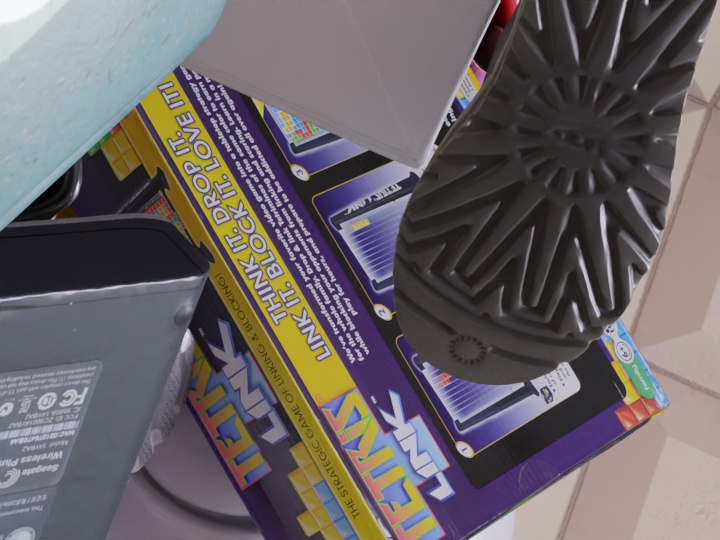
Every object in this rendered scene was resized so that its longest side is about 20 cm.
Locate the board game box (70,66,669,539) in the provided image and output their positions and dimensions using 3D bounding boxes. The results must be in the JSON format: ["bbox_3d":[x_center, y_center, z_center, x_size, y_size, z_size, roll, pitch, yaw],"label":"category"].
[{"bbox_3d":[0.000,0.000,0.815,0.165,0.201,0.057,-24,172,-46],"label":"board game box"}]

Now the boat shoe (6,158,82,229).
[{"bbox_3d":[-0.110,-0.024,0.618,0.202,0.063,0.074,115,-2,-45],"label":"boat shoe"}]

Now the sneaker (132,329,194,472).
[{"bbox_3d":[-0.141,0.067,0.711,0.200,0.082,0.075,-38,149,-42],"label":"sneaker"}]

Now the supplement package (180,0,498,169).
[{"bbox_3d":[0.006,-0.174,0.723,0.200,0.146,0.192,-65,179,-64],"label":"supplement package"}]

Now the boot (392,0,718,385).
[{"bbox_3d":[0.073,-0.082,0.691,0.200,0.072,0.183,-76,-169,-63],"label":"boot"}]

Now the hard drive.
[{"bbox_3d":[-0.129,0.080,0.614,0.139,0.033,0.201,-7,130,-44],"label":"hard drive"}]

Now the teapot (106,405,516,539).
[{"bbox_3d":[-0.032,0.070,0.883,0.198,0.199,0.146,-49,156,-23],"label":"teapot"}]

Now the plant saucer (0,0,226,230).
[{"bbox_3d":[-0.081,-0.023,0.444,0.201,0.039,0.201,-43,-174,5],"label":"plant saucer"}]

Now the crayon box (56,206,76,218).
[{"bbox_3d":[-0.136,0.039,0.892,0.126,0.051,0.201,-76,-170,-84],"label":"crayon box"}]

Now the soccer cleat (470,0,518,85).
[{"bbox_3d":[0.026,-0.069,0.924,0.066,0.076,0.201,-24,136,-36],"label":"soccer cleat"}]
